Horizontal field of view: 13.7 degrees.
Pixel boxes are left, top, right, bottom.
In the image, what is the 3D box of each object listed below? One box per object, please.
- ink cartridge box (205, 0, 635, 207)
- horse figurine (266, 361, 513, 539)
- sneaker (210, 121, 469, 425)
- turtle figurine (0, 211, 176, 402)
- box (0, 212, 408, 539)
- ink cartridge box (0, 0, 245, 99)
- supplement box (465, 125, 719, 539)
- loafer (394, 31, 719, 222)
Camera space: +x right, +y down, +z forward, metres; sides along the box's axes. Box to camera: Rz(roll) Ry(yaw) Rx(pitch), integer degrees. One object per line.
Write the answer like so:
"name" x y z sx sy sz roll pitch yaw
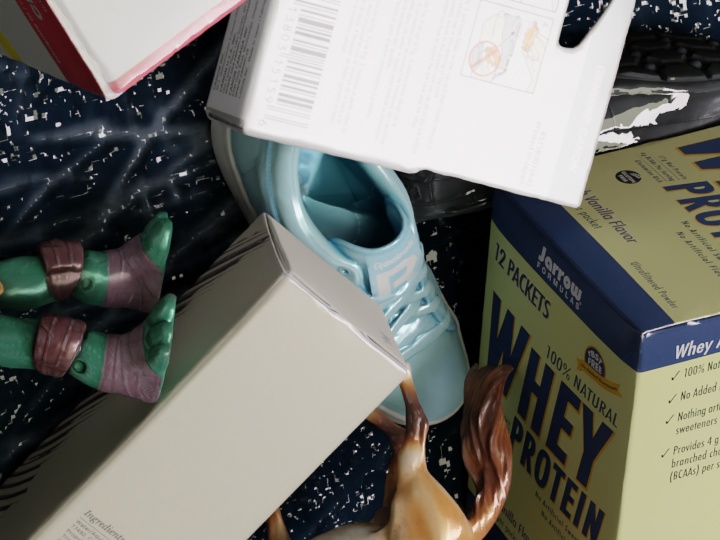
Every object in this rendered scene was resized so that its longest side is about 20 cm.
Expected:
"ink cartridge box" 0.040 -0.142 1.310 0.173 0.044 0.201 12 96 -29
"horse figurine" -0.006 0.118 1.384 0.199 0.050 0.133 -29 83 12
"sneaker" 0.000 0.000 1.382 0.074 0.082 0.200 -40 117 -12
"turtle figurine" -0.181 0.004 1.285 0.199 0.101 0.150 8 55 -13
"box" -0.078 0.078 1.335 0.200 0.068 0.082 -45 116 11
"ink cartridge box" -0.100 -0.155 1.226 0.145 0.200 0.084 -39 113 -13
"supplement box" 0.171 0.052 1.420 0.199 0.134 0.201 -14 128 -24
"loafer" 0.105 -0.068 1.432 0.200 0.068 0.071 -12 120 -22
